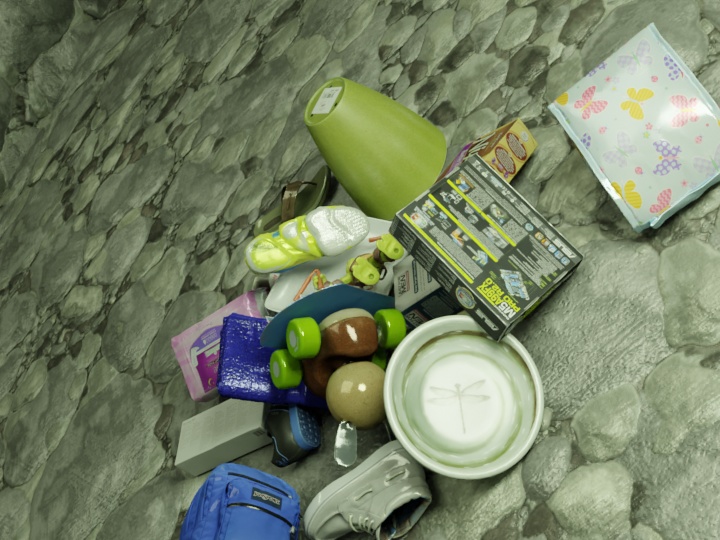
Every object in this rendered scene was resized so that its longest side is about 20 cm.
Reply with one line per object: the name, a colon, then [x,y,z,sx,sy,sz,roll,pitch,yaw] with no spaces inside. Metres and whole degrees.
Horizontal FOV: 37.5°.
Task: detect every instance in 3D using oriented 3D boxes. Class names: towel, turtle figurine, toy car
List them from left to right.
towel: [-0.110,0.130,1.557,0.149,0.196,0.050,-94,15,-45]
toy car: [-0.010,0.169,1.431,0.158,0.162,0.202,-59,44,49]
turtle figurine: [0.000,0.000,1.550,0.198,0.065,0.161,-30,3,-14]

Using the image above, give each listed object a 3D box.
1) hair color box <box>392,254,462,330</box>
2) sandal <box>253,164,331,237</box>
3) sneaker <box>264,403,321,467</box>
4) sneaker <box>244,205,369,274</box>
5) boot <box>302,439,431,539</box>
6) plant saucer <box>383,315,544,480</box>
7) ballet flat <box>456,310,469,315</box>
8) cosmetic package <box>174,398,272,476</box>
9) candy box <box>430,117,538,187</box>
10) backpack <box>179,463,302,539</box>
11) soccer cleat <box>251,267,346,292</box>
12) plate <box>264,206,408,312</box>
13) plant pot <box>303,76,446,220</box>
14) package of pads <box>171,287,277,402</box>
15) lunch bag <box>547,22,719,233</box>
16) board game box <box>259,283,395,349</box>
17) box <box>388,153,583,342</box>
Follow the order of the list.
hair color box: [0.138,-0.006,1.485,0.199,0.060,0.101,-33,36,27]
sandal: [-0.128,-0.119,1.913,0.200,0.057,0.081,-37,37,23]
sneaker: [-0.110,0.202,1.592,0.078,0.070,0.202,-37,35,22]
sneaker: [-0.086,-0.046,1.629,0.197,0.077,0.105,-15,-3,-10]
boot: [0.006,0.310,1.352,0.200,0.073,0.096,-45,39,21]
plant saucer: [0.123,0.158,1.292,0.050,0.197,0.203,104,-173,-67]
ballet flat: [0.138,0.137,1.363,0.069,0.069,0.203,-19,45,39]
cosmetic package: [-0.206,0.253,1.678,0.198,0.050,0.084,-27,43,33]
candy box: [0.158,-0.125,1.502,0.116,0.057,0.201,-23,22,51]
backpack: [-0.151,0.357,1.408,0.168,0.161,0.201,-52,19,32]
soccer cleat: [-0.097,0.025,1.721,0.198,0.086,0.071,-17,47,41]
plate: [-0.025,0.003,1.649,0.197,0.032,0.202,13,63,29]
plant pot: [0.007,-0.213,1.709,0.186,0.199,0.189,-31,39,29]
package of pads: [-0.210,0.124,1.740,0.199,0.075,0.122,-30,77,31]
lunch bag: [0.358,-0.165,1.308,0.169,0.127,0.202,-39,61,18]
board game box: [-0.048,0.056,1.471,0.157,0.199,0.039,-38,59,27]
box: [0.158,-0.033,1.338,0.160,0.200,0.044,-38,-16,-28]
